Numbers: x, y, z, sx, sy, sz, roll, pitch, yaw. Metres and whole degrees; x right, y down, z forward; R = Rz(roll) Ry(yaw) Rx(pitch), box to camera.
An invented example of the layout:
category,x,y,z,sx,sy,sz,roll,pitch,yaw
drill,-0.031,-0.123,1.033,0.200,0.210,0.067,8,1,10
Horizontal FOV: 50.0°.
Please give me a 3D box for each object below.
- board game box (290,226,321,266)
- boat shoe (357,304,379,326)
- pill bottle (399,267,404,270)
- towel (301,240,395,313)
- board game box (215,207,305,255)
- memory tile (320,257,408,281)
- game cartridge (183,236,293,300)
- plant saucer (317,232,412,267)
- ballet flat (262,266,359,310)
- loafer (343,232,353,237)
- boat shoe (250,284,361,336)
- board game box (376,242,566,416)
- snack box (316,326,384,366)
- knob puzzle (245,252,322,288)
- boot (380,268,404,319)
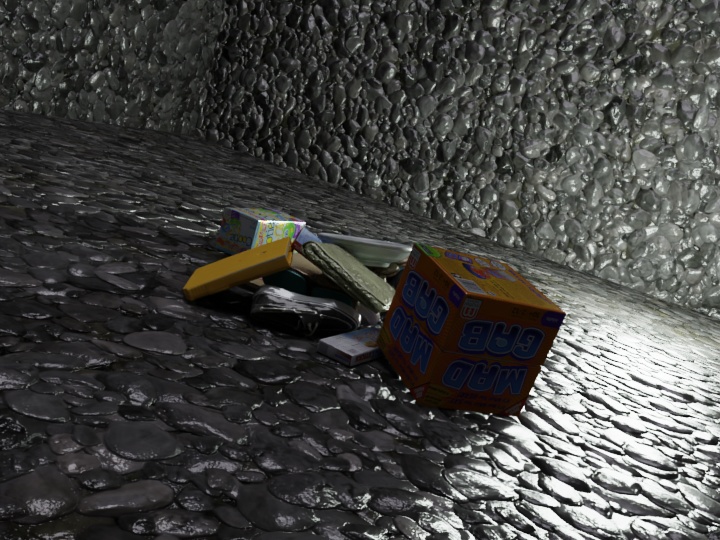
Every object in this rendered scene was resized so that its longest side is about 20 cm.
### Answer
category,x,y,z,sx,sy,sz,roll,pitch,yaw
board game box,-0.087,-0.039,1.552,0.103,0.019,0.200,36,8,-6
boat shoe,-0.063,0.070,1.489,0.199,0.072,0.069,25,52,11
pill bottle,0.100,0.015,1.754,0.199,0.111,0.111,28,12,-1
towel,-0.009,0.011,1.417,0.200,0.037,0.148,38,12,17
board game box,-0.239,-0.088,1.866,0.105,0.104,0.200,22,13,26
memory tile,0.000,0.000,1.617,0.153,0.017,0.200,10,31,34
game cartridge,-0.223,-0.003,1.438,0.199,0.033,0.176,-20,13,2
plant saucer,0.009,-0.039,1.571,0.199,0.051,0.200,9,3,-1
ballet flat,-0.089,0.033,1.453,0.199,0.071,0.065,21,25,16
loafer,0.025,-0.011,1.830,0.200,0.071,0.068,39,-10,-20
boat shoe,-0.099,0.085,1.381,0.199,0.071,0.064,13,51,-5
board game box,0.178,0.098,1.297,0.199,0.201,0.200,11,20,-26
snack box,0.004,0.133,1.381,0.072,0.024,0.200,21,13,26
knob puzzle,-0.147,0.017,1.632,0.219,0.031,0.220,13,28,-7
boot,0.014,0.017,1.677,0.165,0.066,0.200,-35,38,-25
